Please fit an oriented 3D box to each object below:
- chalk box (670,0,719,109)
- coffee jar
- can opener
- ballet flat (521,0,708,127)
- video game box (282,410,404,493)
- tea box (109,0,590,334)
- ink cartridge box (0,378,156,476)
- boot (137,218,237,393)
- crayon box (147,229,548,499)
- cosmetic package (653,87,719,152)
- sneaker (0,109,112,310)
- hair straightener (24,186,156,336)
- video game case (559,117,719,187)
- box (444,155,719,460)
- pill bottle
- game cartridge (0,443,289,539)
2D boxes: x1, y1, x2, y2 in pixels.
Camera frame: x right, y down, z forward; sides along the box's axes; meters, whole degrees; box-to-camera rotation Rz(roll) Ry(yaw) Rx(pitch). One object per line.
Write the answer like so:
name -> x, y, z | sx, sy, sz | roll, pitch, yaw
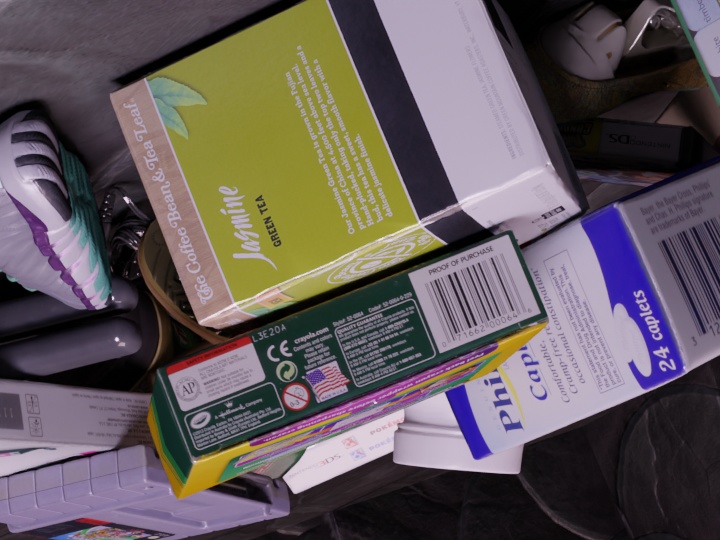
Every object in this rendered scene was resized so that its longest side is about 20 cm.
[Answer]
chalk box -> 0.254, -0.161, 1.239 | 0.124, 0.125, 0.200 | -30, 169, 34
coffee jar -> -0.134, 0.087, 1.551 | 0.104, 0.086, 0.200 | -41, 131, 19
can opener -> -0.233, 0.043, 1.351 | 0.199, 0.054, 0.067 | -14, 162, 20
ballet flat -> 0.156, -0.136, 1.354 | 0.199, 0.071, 0.071 | -14, 166, -38
video game box -> 0.010, 0.057, 1.678 | 0.181, 0.201, 0.047 | -22, 128, 8
tea box -> 0.001, -0.061, 1.181 | 0.196, 0.134, 0.200 | -24, 170, 10
ink cartridge box -> -0.252, 0.109, 1.400 | 0.173, 0.044, 0.200 | -18, 165, 29
boot -> -0.093, 0.050, 1.392 | 0.200, 0.175, 0.066 | -33, -154, 60
crayon box -> -0.013, 0.054, 1.200 | 0.199, 0.059, 0.173 | -21, 173, -11
cosmetic package -> 0.274, -0.112, 1.559 | 0.103, 0.087, 0.200 | -40, 173, -13
sneaker -> -0.187, -0.027, 1.173 | 0.087, 0.075, 0.200 | -12, 158, 1
hair straightener -> -0.158, -0.011, 1.388 | 0.077, 0.041, 0.200 | -18, 164, -23
video game case -> 0.142, -0.078, 1.450 | 0.180, 0.026, 0.200 | 7, 178, 17
box -> 0.165, 0.013, 1.321 | 0.183, 0.105, 0.200 | -21, 174, -40
pill bottle -> 0.072, 0.029, 1.457 | 0.111, 0.201, 0.112 | 5, 177, 0
game cartridge -> -0.148, 0.156, 1.486 | 0.129, 0.039, 0.200 | -19, 161, 21
